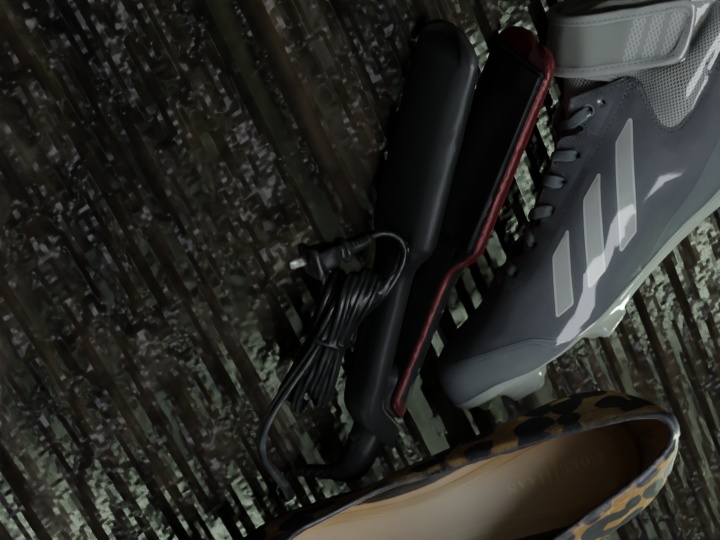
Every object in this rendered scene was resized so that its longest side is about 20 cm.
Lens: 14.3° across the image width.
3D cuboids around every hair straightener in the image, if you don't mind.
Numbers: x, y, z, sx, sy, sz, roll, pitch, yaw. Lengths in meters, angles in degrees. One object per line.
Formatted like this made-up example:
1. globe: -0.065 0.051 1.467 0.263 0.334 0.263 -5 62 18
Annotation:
1. hair straightener: 0.000 0.000 1.035 0.077 0.041 0.200 5 120 -37

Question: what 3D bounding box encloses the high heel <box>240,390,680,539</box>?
1. high heel: 0.020 0.100 1.030 0.200 0.071 0.143 -26 175 -40

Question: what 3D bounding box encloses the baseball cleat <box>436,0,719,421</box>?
1. baseball cleat: 0.084 -0.039 1.052 0.200 0.070 0.106 -42 102 14
